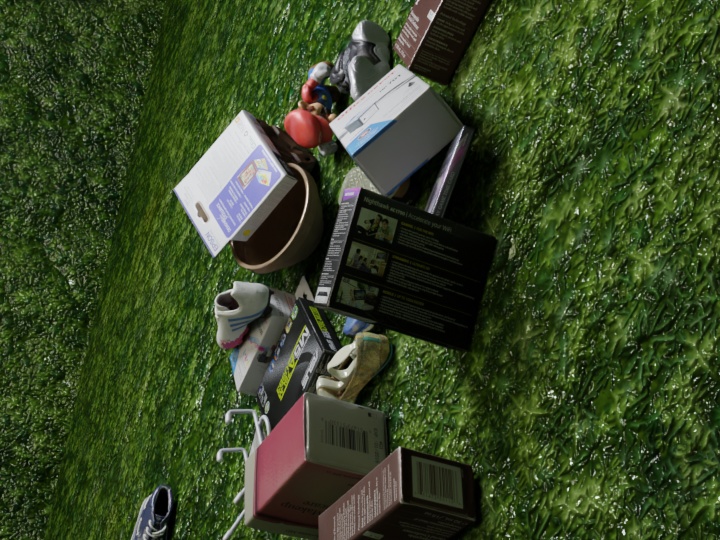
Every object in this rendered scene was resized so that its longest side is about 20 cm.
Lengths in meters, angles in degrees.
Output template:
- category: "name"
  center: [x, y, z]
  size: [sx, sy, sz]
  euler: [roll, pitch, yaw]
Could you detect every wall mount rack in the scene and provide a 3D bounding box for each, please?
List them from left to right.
- category: "wall mount rack"
  center: [-0.190, 0.330, 1.801]
  size: [0.200, 0.074, 0.174]
  euler: [108, 155, -45]

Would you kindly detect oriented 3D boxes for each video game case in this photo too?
- category: "video game case"
  center: [0.099, -0.083, 1.474]
  size: [0.143, 0.019, 0.201]
  euler: [129, 163, -83]

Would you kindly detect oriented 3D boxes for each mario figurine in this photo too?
- category: "mario figurine"
  center: [-0.062, -0.289, 1.987]
  size: [0.106, 0.123, 0.200]
  euler: [-35, 28, 34]

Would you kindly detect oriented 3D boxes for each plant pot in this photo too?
- category: "plant pot"
  center: [-0.197, -0.166, 2.095]
  size: [0.199, 0.200, 0.200]
  euler: [-57, 26, 17]
- category: "plant pot"
  center: [-0.129, -0.080, 1.951]
  size: [0.200, 0.093, 0.202]
  euler: [-25, 52, 37]

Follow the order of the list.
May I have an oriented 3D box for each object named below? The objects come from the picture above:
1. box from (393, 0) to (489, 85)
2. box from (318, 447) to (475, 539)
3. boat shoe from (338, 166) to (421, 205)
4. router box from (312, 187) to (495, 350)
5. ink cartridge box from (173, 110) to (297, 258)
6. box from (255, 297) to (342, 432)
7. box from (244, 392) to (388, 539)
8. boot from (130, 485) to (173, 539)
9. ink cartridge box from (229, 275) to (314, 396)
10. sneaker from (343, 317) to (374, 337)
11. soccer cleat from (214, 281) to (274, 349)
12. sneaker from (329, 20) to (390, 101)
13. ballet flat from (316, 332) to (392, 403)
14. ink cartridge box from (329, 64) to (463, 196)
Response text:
- category: "box"
  center: [0.130, -0.387, 1.638]
  size: [0.201, 0.075, 0.100]
  euler: [-61, 25, 21]
- category: "box"
  center: [0.038, 0.289, 1.296]
  size: [0.200, 0.100, 0.075]
  euler: [-48, 32, 45]
- category: "boat shoe"
  center: [0.025, -0.121, 1.692]
  size: [0.200, 0.062, 0.075]
  euler: [-3, 70, 62]
- category: "router box"
  center: [0.057, 0.001, 1.354]
  size: [0.051, 0.199, 0.150]
  euler: [2, 74, 65]
- category: "ink cartridge box"
  center: [-0.223, -0.150, 1.968]
  size: [0.200, 0.047, 0.198]
  euler: [-48, 51, 17]
- category: "box"
  center: [-0.100, 0.172, 1.792]
  size: [0.201, 0.047, 0.193]
  euler: [-66, 22, 18]
- category: "box"
  center: [-0.064, 0.273, 1.525]
  size: [0.200, 0.127, 0.109]
  euler: [-52, 31, 42]
- category: "boot"
  center: [-0.423, 0.534, 2.234]
  size: [0.090, 0.072, 0.201]
  euler: [126, 152, -50]
- category: "ink cartridge box"
  center: [-0.155, 0.108, 1.937]
  size: [0.201, 0.068, 0.115]
  euler: [-64, 24, 19]
- category: "sneaker"
  center: [0.000, 0.000, 1.629]
  size: [0.078, 0.089, 0.201]
  euler: [-17, 58, 65]
- category: "soccer cleat"
  center: [-0.221, 0.071, 1.913]
  size: [0.200, 0.086, 0.070]
  euler: [-44, 35, 49]
- category: "sneaker"
  center: [-0.002, -0.329, 1.904]
  size: [0.114, 0.075, 0.201]
  euler: [-50, 25, 44]
- category: "ballet flat"
  center: [-0.026, 0.159, 1.604]
  size: [0.200, 0.070, 0.071]
  euler: [-55, 28, 36]
- category: "ink cartridge box"
  center: [0.047, -0.204, 1.591]
  size: [0.146, 0.086, 0.200]
  euler: [-41, 23, 4]
